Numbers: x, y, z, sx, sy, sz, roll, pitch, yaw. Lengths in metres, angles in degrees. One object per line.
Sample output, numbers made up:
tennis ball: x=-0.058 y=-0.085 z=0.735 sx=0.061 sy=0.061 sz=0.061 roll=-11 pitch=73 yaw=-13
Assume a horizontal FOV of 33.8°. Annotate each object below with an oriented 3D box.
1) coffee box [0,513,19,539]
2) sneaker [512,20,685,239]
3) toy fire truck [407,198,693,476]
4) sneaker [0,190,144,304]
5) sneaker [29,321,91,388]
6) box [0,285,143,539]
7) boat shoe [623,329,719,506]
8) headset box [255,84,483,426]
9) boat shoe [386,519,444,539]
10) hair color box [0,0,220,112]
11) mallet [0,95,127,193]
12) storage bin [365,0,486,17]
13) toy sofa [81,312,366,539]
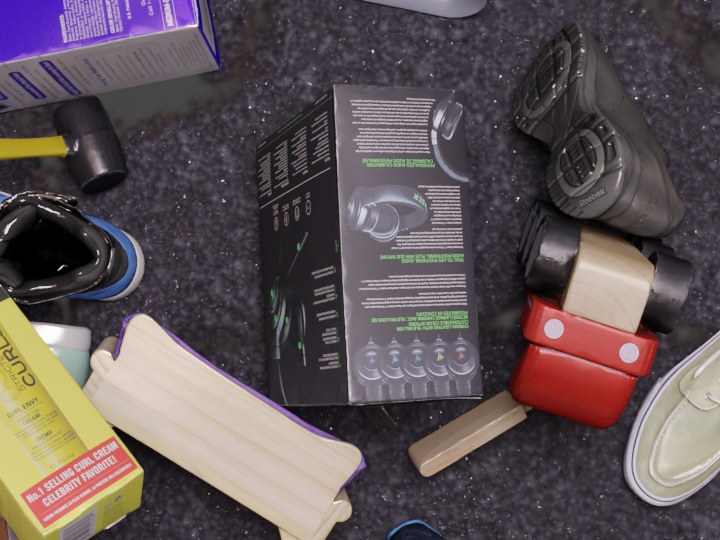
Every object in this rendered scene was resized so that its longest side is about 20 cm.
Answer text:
coffee box: x=-0.268 y=0.209 z=0.783 sx=0.112 sy=0.080 sz=0.204 roll=0 pitch=107 yaw=2
sneaker: x=0.164 y=-0.092 z=0.812 sx=0.090 sy=0.202 sz=0.076 roll=25 pitch=128 yaw=-26
toy fire truck: x=0.117 y=0.063 z=0.784 sx=0.127 sy=0.176 sz=0.203 roll=17 pitch=100 yaw=2
sneaker: x=-0.256 y=-0.023 z=0.823 sx=0.196 sy=0.111 sz=0.078 roll=13 pitch=85 yaw=3
sneaker: x=-0.293 y=0.091 z=0.827 sx=0.197 sy=0.074 sz=0.121 roll=5 pitch=85 yaw=-5
box: x=-0.218 y=0.078 z=0.720 sx=0.075 sy=0.050 sz=0.200 roll=-29 pitch=66 yaw=-31
boat shoe: x=0.257 y=0.078 z=0.825 sx=0.072 sy=0.062 sz=0.201 roll=39 pitch=87 yaw=5
headset box: x=0.000 y=0.000 z=0.775 sx=0.091 sy=0.174 sz=0.204 roll=-1 pitch=83 yaw=-21
boat shoe: x=0.069 y=0.272 z=0.808 sx=0.084 sy=0.069 sz=0.201 roll=-35 pitch=85 yaw=-2
hair color box: x=-0.206 y=-0.166 z=0.837 sx=0.196 sy=0.109 sz=0.066 roll=-12 pitch=84 yaw=0
mallet: x=-0.249 y=-0.091 z=0.807 sx=0.041 sy=0.198 sz=0.067 roll=-31 pitch=69 yaw=39
storage bin: x=0.036 y=-0.288 z=0.810 sx=0.143 sy=0.200 sz=0.137 roll=11 pitch=74 yaw=3
toy sofa: x=-0.098 y=0.112 z=0.802 sx=0.198 sy=0.083 sz=0.098 roll=32 pitch=88 yaw=-7
